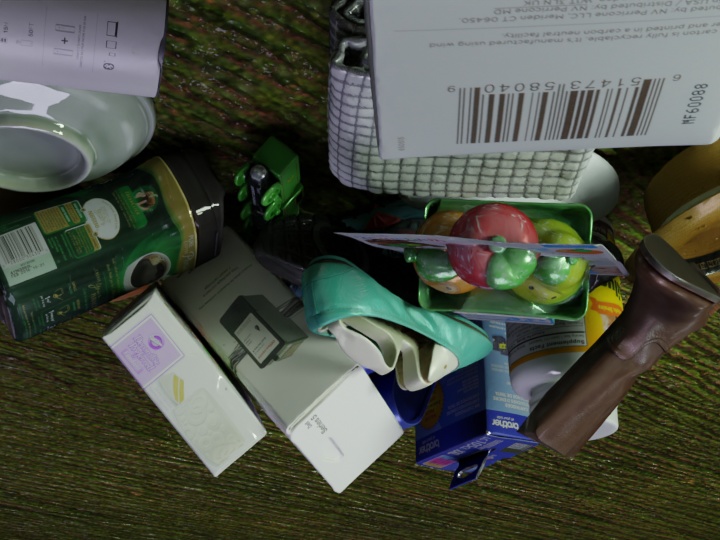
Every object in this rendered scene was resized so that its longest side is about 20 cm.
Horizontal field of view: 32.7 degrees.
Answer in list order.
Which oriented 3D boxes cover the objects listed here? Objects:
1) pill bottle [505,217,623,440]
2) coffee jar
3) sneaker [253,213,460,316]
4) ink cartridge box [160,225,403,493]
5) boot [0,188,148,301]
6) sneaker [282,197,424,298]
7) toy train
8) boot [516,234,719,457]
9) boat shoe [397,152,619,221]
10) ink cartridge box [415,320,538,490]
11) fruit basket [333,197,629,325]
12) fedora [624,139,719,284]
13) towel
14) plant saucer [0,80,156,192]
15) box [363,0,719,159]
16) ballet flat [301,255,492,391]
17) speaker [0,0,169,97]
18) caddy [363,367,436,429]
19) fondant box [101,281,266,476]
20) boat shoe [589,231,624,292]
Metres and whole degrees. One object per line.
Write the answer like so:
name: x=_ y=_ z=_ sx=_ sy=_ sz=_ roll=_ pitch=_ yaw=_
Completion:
pill bottle: x=0.188 y=0.050 z=1.124 sx=0.108 sy=0.202 sz=0.109 roll=-1 pitch=157 yaw=-1
coffee jar: x=-0.206 y=-0.025 z=0.995 sx=0.199 sy=0.086 sz=0.105 roll=-23 pitch=158 yaw=-21
sneaker: x=-0.002 y=0.020 z=1.031 sx=0.198 sy=0.076 sz=0.091 roll=20 pitch=130 yaw=-18
ink cartridge box: x=-0.066 y=0.078 z=1.067 sx=0.084 sy=0.200 sz=0.146 roll=-41 pitch=146 yaw=-7
boot: x=-0.268 y=-0.016 z=1.115 sx=0.198 sy=0.074 sz=0.155 roll=10 pitch=158 yaw=-18
sneaker: x=0.000 y=0.000 z=1.130 sx=0.199 sy=0.096 sz=0.079 roll=-22 pitch=146 yaw=37
toy train: x=-0.074 y=-0.053 z=1.056 sx=0.042 sy=0.057 sz=0.200 roll=37 pitch=164 yaw=11
boot: x=0.189 y=0.071 z=0.952 sx=0.200 sy=0.064 sz=0.186 roll=-45 pitch=151 yaw=13
boat shoe: x=0.118 y=-0.077 z=1.018 sx=0.198 sy=0.069 sz=0.057 roll=3 pitch=-171 yaw=-18
ink cartridge box: x=0.121 y=0.131 z=1.302 sx=0.076 sy=0.202 sz=0.136 roll=12 pitch=153 yaw=-28
fruit basket: x=0.096 y=-0.006 z=0.897 sx=0.183 sy=0.095 sz=0.200 roll=3 pitch=-178 yaw=17
fedora: x=0.301 y=-0.058 z=1.011 sx=0.199 sy=0.082 sz=0.201 roll=-16 pitch=155 yaw=-8
towel: x=0.075 y=-0.127 z=0.869 sx=0.198 sy=0.086 sz=0.166 roll=1 pitch=155 yaw=-2
plant saucer: x=-0.257 y=-0.105 z=0.937 sx=0.198 sy=0.051 sz=0.200 roll=-1 pitch=157 yaw=0
box: x=0.098 y=-0.180 z=0.635 sx=0.197 sy=0.173 sz=0.200 roll=-2 pitch=156 yaw=2
ballet flat: x=0.028 y=0.057 z=0.975 sx=0.199 sy=0.071 sz=0.067 roll=27 pitch=145 yaw=-36
speaker: x=-0.224 y=-0.160 z=0.776 sx=0.198 sy=0.082 sz=0.081 roll=4 pitch=156 yaw=-13
caddy: x=-0.001 y=0.089 z=1.227 sx=0.104 sy=0.200 sz=0.142 roll=-20 pitch=108 yaw=24
fondant box: x=-0.152 y=0.086 z=1.049 sx=0.058 sy=0.145 sz=0.200 roll=-39 pitch=-173 yaw=-7
boat shoe: x=0.148 y=-0.016 z=1.074 sx=0.062 sy=0.073 sz=0.199 roll=-7 pitch=-167 yaw=-30
